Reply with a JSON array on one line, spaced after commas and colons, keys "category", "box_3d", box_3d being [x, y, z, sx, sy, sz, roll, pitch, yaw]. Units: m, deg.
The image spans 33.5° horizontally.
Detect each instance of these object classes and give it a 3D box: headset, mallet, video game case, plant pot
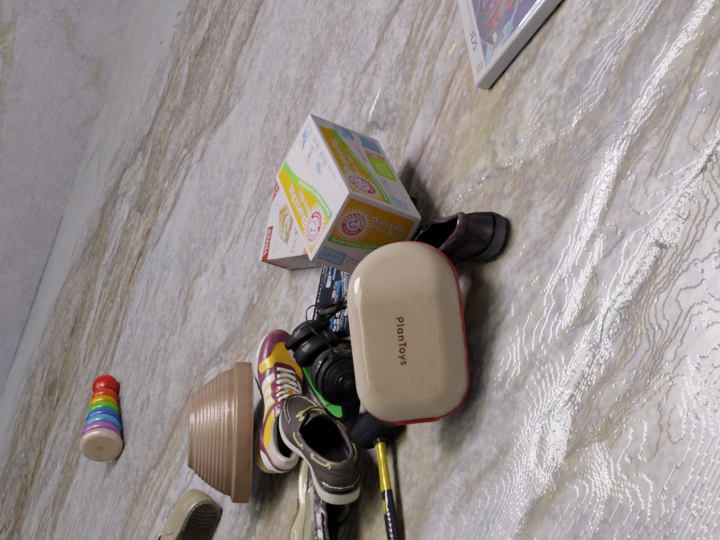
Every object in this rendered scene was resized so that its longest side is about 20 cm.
[{"category": "headset", "box_3d": [-0.033, 0.104, 1.506, 0.124, 0.093, 0.201, 49, 158, 32]}, {"category": "mallet", "box_3d": [0.034, 0.246, 1.394, 0.066, 0.041, 0.202, -55, 36, 40]}, {"category": "video game case", "box_3d": [0.185, -0.348, 1.433, 0.200, 0.023, 0.184, -49, 36, 41]}, {"category": "plant pot", "box_3d": [-0.204, 0.232, 1.729, 0.201, 0.091, 0.205, -177, 90, -81]}]

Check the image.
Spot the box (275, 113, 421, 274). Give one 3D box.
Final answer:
[{"category": "box", "box_3d": [-0.019, -0.091, 1.494, 0.102, 0.111, 0.201, -59, 32, 24]}]

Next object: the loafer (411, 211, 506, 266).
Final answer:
[{"category": "loafer", "box_3d": [0.091, -0.035, 1.399, 0.199, 0.062, 0.073, -21, 57, 59]}]

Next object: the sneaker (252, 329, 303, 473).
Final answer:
[{"category": "sneaker", "box_3d": [-0.103, 0.178, 1.661, 0.090, 0.074, 0.204, -25, 63, 60]}]

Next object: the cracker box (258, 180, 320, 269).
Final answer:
[{"category": "cracker box", "box_3d": [-0.075, -0.077, 1.760, 0.199, 0.057, 0.136, -8, 69, 63]}]

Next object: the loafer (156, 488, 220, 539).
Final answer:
[{"category": "loafer", "box_3d": [-0.284, 0.428, 1.884, 0.201, 0.075, 0.068, -57, 28, 13]}]

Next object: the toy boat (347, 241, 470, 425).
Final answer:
[{"category": "toy boat", "box_3d": [0.060, 0.069, 1.358, 0.131, 0.128, 0.204, 10, -106, -77]}]

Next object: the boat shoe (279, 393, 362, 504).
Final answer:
[{"category": "boat shoe", "box_3d": [-0.050, 0.207, 1.498, 0.201, 0.071, 0.061, -131, 36, -53]}]

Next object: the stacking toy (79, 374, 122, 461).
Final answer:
[{"category": "stacking toy", "box_3d": [-0.523, 0.287, 2.429, 0.086, 0.084, 0.201, -57, 27, 31]}]

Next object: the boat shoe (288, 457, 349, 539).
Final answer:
[{"category": "boat shoe", "box_3d": [-0.044, 0.295, 1.488, 0.064, 0.074, 0.202, -8, 41, 14]}]

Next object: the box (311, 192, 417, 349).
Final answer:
[{"category": "box", "box_3d": [0.000, 0.000, 1.580, 0.158, 0.045, 0.203, -8, 69, 61]}]
